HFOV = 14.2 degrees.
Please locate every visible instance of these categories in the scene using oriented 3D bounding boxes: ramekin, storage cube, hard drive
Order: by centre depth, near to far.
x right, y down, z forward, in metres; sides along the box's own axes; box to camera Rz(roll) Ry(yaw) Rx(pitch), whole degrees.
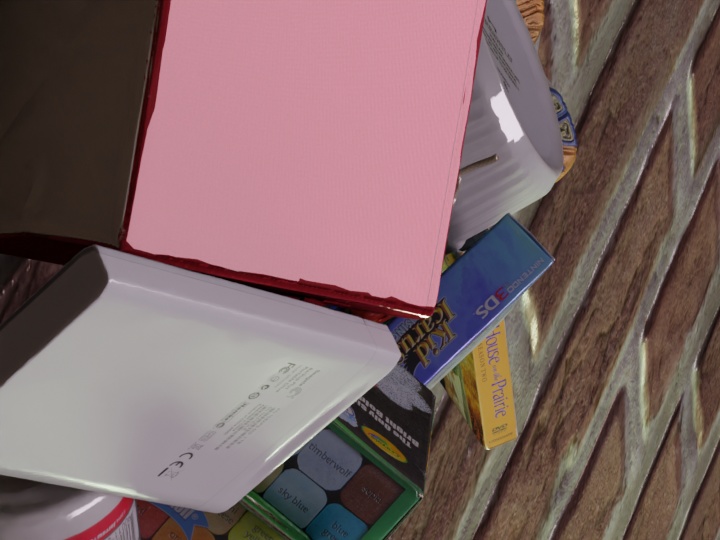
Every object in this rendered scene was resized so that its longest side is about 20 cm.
[{"bbox_3d":[-0.090,0.053,1.297,0.200,0.132,0.027,16,40,-50],"label":"hard drive"},{"bbox_3d":[-0.070,-0.083,1.350,0.179,0.171,0.201,11,86,-37],"label":"storage cube"},{"bbox_3d":[0.054,-0.116,1.791,0.202,0.094,0.203,-20,90,-75],"label":"ramekin"}]

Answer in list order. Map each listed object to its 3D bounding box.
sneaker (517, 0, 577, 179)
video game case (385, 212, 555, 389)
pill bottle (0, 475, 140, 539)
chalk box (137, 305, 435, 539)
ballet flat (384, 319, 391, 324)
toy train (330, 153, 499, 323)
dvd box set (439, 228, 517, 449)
[{"bbox_3d":[0.087,-0.154,2.060,0.075,0.088,0.201,-20,104,-29],"label":"sneaker"},{"bbox_3d":[0.017,0.065,1.760,0.200,0.045,0.181,-42,177,-18],"label":"video game case"},{"bbox_3d":[-0.160,0.166,1.428,0.111,0.110,0.201,-56,151,-49],"label":"pill bottle"},{"bbox_3d":[-0.048,0.104,1.502,0.124,0.125,0.200,-48,-173,16],"label":"chalk box"},{"bbox_3d":[0.002,0.082,1.917,0.072,0.072,0.201,-13,124,-70],"label":"ballet flat"},{"bbox_3d":[0.000,0.000,1.718,0.085,0.200,0.116,61,-2,15],"label":"toy train"},{"bbox_3d":[0.057,0.007,1.964,0.200,0.029,0.146,81,-18,-47],"label":"dvd box set"}]
